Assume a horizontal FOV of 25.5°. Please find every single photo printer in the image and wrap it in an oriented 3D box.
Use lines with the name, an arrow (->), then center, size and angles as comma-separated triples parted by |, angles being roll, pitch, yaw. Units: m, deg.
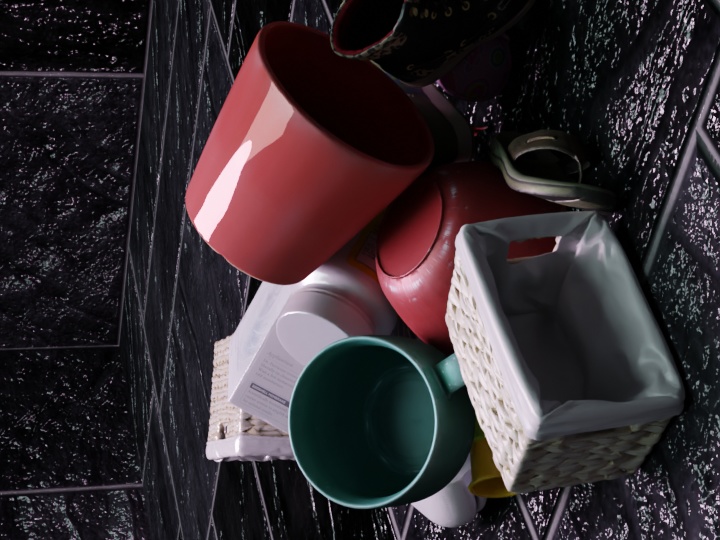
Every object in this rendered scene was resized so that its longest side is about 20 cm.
photo printer -> 0.046, 0.177, 1.620 | 0.199, 0.069, 0.167 | 38, 163, 19

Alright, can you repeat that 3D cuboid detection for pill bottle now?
pill bottle -> 0.000, 0.000, 1.575 | 0.201, 0.114, 0.115 | -60, -3, -34

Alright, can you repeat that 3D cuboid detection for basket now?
basket -> -0.087, 0.164, 2.032 | 0.198, 0.198, 0.163 | 155, 115, -72
basket -> 0.156, 0.068, 1.290 | 0.124, 0.134, 0.201 | 104, 154, -48

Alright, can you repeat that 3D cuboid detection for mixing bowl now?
mixing bowl -> 0.085, -0.021, 1.458 | 0.200, 0.108, 0.202 | -33, 46, 42

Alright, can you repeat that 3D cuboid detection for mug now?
mug -> 0.041, 0.136, 1.427 | 0.183, 0.114, 0.154 | 5, 89, 29

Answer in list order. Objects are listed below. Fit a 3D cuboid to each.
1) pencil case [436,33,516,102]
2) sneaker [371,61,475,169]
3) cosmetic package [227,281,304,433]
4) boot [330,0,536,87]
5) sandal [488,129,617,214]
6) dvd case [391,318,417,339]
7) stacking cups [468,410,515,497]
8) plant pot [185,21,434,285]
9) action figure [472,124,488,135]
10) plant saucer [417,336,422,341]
pencil case -> 0.089, -0.233, 1.610 | 0.200, 0.086, 0.088 | -127, 39, -63
sneaker -> 0.024, -0.162, 1.578 | 0.200, 0.089, 0.068 | 46, 141, 39
cosmetic package -> -0.056, 0.058, 1.814 | 0.201, 0.122, 0.200 | -59, 12, 12
boot -> 0.073, -0.247, 1.434 | 0.199, 0.150, 0.074 | -38, 70, 26
sandal -> 0.162, -0.098, 1.384 | 0.201, 0.079, 0.058 | -126, 52, -64
dvd case -> 0.045, 0.049, 1.888 | 0.149, 0.016, 0.202 | 152, 116, -71
stacking cups -> 0.117, 0.107, 1.480 | 0.061, 0.060, 0.202 | 119, 149, -59
plant pot -> -0.057, -0.097, 1.459 | 0.178, 0.199, 0.201 | -52, 35, 27
action figure -> 0.087, -0.126, 1.675 | 0.200, 0.098, 0.066 | -63, -27, -77
plant saucer -> 0.088, 0.041, 1.593 | 0.201, 0.069, 0.019 | -98, 15, -55
